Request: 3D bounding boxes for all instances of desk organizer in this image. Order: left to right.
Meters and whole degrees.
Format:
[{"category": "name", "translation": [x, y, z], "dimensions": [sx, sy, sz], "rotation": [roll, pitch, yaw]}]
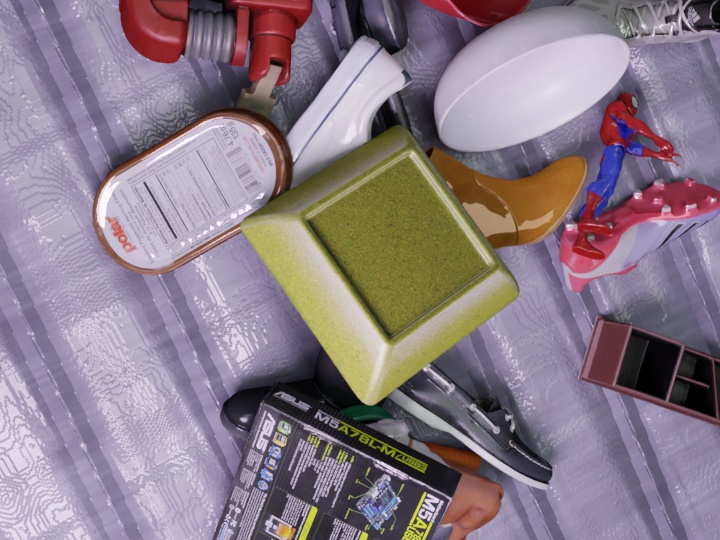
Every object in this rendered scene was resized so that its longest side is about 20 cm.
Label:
[{"category": "desk organizer", "translation": [0.340, 0.114, 1.319], "dimensions": [0.198, 0.077, 0.072], "rotation": [19, 87, -16]}]

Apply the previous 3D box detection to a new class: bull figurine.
[{"category": "bull figurine", "translation": [0.053, 0.215, 1.213], "dimensions": [0.199, 0.065, 0.121], "rotation": [30, 117, -34]}]

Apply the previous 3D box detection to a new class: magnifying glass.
[{"category": "magnifying glass", "translation": [0.040, 0.178, 1.232], "dimensions": [0.199, 0.022, 0.080], "rotation": [16, 117, -37]}]

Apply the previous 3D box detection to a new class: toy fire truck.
[{"category": "toy fire truck", "translation": [-0.138, -0.208, 1.162], "dimensions": [0.174, 0.129, 0.202], "rotation": [3, 82, -15]}]

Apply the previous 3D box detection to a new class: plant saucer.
[{"category": "plant saucer", "translation": [0.029, -0.017, 1.111], "dimensions": [0.199, 0.048, 0.201], "rotation": [-34, 85, -26]}]

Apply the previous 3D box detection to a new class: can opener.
[{"category": "can opener", "translation": [0.013, -0.188, 1.224], "dimensions": [0.063, 0.078, 0.202], "rotation": [-16, 106, -22]}]

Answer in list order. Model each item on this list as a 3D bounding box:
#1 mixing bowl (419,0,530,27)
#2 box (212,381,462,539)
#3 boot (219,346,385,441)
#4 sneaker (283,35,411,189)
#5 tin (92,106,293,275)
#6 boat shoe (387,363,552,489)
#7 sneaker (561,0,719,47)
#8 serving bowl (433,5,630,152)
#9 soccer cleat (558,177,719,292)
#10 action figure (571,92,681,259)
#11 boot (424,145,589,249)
[{"category": "mixing bowl", "translation": [0.082, -0.333, 1.193], "dimensions": [0.199, 0.108, 0.203], "rotation": [-8, 101, -48]}, {"category": "box", "translation": [-0.028, 0.228, 1.156], "dimensions": [0.192, 0.048, 0.201], "rotation": [24, 120, 5]}, {"category": "boot", "translation": [-0.031, 0.071, 1.177], "dimensions": [0.163, 0.066, 0.201], "rotation": [7, 121, -26]}, {"category": "sneaker", "translation": [-0.027, -0.123, 1.184], "dimensions": [0.071, 0.073, 0.201], "rotation": [36, 105, 0]}, {"category": "tin", "translation": [-0.157, -0.073, 1.155], "dimensions": [0.199, 0.042, 0.113], "rotation": [-29, 92, 11]}, {"category": "boat shoe", "translation": [0.121, 0.152, 1.260], "dimensions": [0.199, 0.076, 0.061], "rotation": [32, 90, -15]}, {"category": "sneaker", "translation": [0.303, -0.265, 1.272], "dimensions": [0.198, 0.115, 0.077], "rotation": [-10, 95, -15]}, {"category": "serving bowl", "translation": [0.157, -0.195, 1.207], "dimensions": [0.198, 0.200, 0.066], "rotation": [-16, 71, -14]}, {"category": "soccer cleat", "translation": [0.295, -0.039, 1.315], "dimensions": [0.198, 0.067, 0.077], "rotation": [-19, 131, -20]}, {"category": "action figure", "translation": [0.279, -0.100, 1.266], "dimensions": [0.098, 0.066, 0.201], "rotation": [13, 57, 5]}, {"category": "boot", "translation": [0.123, -0.079, 1.247], "dimensions": [0.201, 0.071, 0.144], "rotation": [-46, 113, -1]}]
